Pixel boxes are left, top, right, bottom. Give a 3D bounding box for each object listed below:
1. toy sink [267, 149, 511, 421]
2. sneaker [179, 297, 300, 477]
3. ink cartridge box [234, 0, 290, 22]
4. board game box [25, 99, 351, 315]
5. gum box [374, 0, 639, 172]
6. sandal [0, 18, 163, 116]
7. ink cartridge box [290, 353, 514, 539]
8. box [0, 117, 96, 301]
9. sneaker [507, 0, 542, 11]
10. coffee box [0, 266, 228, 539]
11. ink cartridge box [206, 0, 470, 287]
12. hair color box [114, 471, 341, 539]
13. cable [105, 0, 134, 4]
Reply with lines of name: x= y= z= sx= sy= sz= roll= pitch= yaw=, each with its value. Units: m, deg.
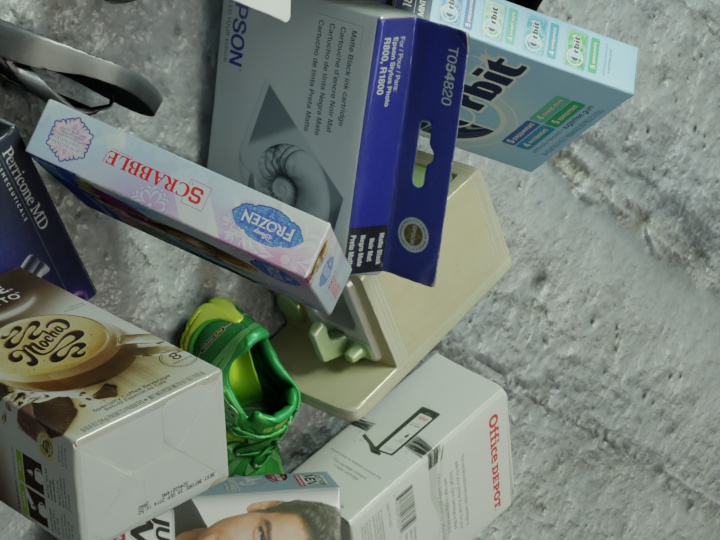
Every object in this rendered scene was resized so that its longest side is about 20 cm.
toy sink: x=0.000 y=0.000 z=1.579 sx=0.200 sy=0.130 sz=0.112 roll=-43 pitch=131 yaw=-25
sneaker: x=-0.090 y=0.118 z=1.561 sx=0.074 sy=0.083 sz=0.201 roll=-35 pitch=129 yaw=-32
ink cartridge box: x=-0.105 y=-0.271 z=1.361 sx=0.116 sy=0.068 sz=0.201 roll=17 pitch=69 yaw=-48
board game box: x=-0.109 y=-0.038 z=1.341 sx=0.200 sy=0.199 sz=0.041 roll=62 pitch=53 yaw=-81
gum box: x=0.084 y=-0.151 z=1.524 sx=0.199 sy=0.170 sz=0.045 roll=16 pitch=67 yaw=-17
sandal: x=-0.225 y=-0.137 z=1.339 sx=0.200 sy=0.076 sz=0.043 roll=19 pitch=89 yaw=-38
ink cartridge box: x=0.035 y=0.190 z=1.706 sx=0.200 sy=0.084 sz=0.146 roll=-37 pitch=138 yaw=-33
box: x=-0.294 y=0.006 z=1.292 sx=0.200 sy=0.104 sz=0.148 roll=-43 pitch=131 yaw=-26
sneaker: x=0.085 y=-0.188 z=1.564 sx=0.070 sy=0.090 sz=0.200 roll=-17 pitch=156 yaw=-45
coffee box: x=-0.188 y=0.078 z=1.203 sx=0.113 sy=0.200 sz=0.080 roll=-25 pitch=125 yaw=-39
ink cartridge box: x=-0.023 y=-0.102 z=1.449 sx=0.041 sy=0.199 sz=0.200 roll=-21 pitch=124 yaw=-51
hair color box: x=-0.116 y=0.211 z=1.501 sx=0.199 sy=0.061 sz=0.100 roll=-3 pitch=96 yaw=-11
cable: x=-0.120 y=-0.233 z=1.422 sx=0.199 sy=0.050 sz=0.098 roll=0 pitch=99 yaw=-45
